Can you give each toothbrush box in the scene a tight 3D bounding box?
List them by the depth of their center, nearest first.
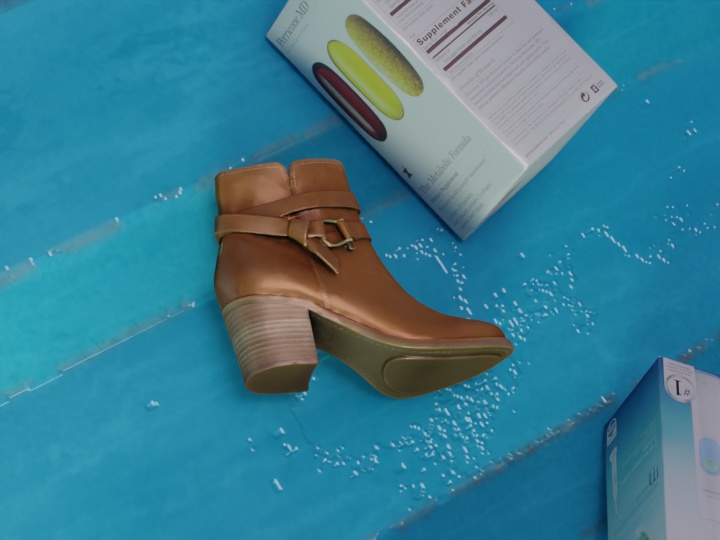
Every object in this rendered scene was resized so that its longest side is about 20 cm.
[{"bbox_3d":[0.242,0.173,1.759,0.146,0.085,0.201,18,46,-14],"label":"toothbrush box"}]

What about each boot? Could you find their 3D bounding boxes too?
[{"bbox_3d":[0.000,0.000,1.775,0.199,0.074,0.155,2,61,-25],"label":"boot"}]

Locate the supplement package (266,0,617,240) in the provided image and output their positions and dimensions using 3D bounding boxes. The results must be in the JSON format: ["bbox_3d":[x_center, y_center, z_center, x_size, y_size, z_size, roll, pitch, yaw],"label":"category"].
[{"bbox_3d":[0.053,-0.143,1.842,0.200,0.114,0.109,46,56,4],"label":"supplement package"}]
